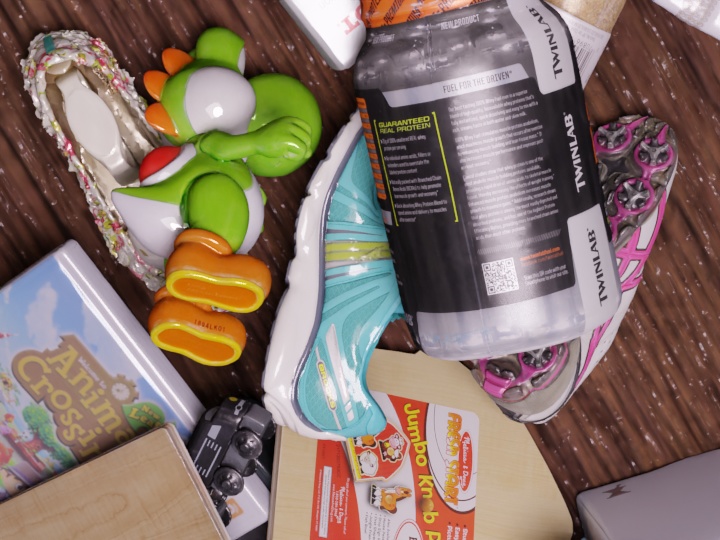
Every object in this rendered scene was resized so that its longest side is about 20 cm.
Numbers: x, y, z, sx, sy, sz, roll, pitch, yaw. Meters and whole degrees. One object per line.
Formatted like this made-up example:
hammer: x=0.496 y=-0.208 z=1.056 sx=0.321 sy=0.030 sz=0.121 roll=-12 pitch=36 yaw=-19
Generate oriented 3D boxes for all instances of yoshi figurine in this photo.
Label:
yoshi figurine: x=-0.064 y=-0.050 z=1.069 sx=0.112 sy=0.201 sz=0.112 roll=-14 pitch=142 yaw=20

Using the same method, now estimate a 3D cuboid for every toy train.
toy train: x=-0.105 y=0.153 z=1.092 sx=0.046 sy=0.034 sz=0.201 roll=29 pitch=117 yaw=4

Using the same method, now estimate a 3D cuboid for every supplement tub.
supplement tub: x=0.066 y=-0.062 z=1.024 sx=0.121 sy=0.123 sz=0.202 roll=-13 pitch=100 yaw=-3

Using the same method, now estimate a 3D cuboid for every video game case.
video game case: x=-0.176 y=0.107 z=1.121 sx=0.181 sy=0.022 sz=0.201 roll=-32 pitch=101 yaw=24

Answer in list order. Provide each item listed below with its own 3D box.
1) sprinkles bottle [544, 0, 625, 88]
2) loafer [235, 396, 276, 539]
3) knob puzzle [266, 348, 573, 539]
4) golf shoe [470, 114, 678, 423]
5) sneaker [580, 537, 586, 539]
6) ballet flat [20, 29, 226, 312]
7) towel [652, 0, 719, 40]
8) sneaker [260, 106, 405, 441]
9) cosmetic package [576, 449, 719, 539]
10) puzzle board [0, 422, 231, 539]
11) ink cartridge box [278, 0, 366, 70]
sprinkles bottle: x=0.096 y=-0.108 z=1.110 sx=0.068 sy=0.068 sz=0.201 roll=25 pitch=102 yaw=-9
loafer: x=-0.042 y=0.173 z=1.161 sx=0.072 sy=0.073 sz=0.201 roll=-34 pitch=95 yaw=21
knob puzzle: x=0.036 y=0.143 z=1.141 sx=0.218 sy=0.030 sz=0.222 roll=10 pitch=67 yaw=-23
golf shoe: x=0.133 y=-0.001 z=1.147 sx=0.072 sy=0.092 sz=0.201 roll=27 pitch=79 yaw=29
sneaker: x=0.132 y=0.237 z=1.128 sx=0.076 sy=0.081 sz=0.201 roll=-33 pitch=142 yaw=-25
ballet flat: x=-0.135 y=-0.052 z=1.111 sx=0.075 sy=0.064 sz=0.201 roll=-36 pitch=101 yaw=1
towel: x=0.206 y=-0.229 z=1.132 sx=0.199 sy=0.024 sz=0.148 roll=30 pitch=96 yaw=-9
sneaker: x=0.000 y=0.000 z=1.098 sx=0.079 sy=0.078 sz=0.202 roll=10 pitch=83 yaw=8
cosmetic package: x=0.245 y=0.224 z=1.139 sx=0.166 sy=0.166 sz=0.202 roll=-17 pitch=100 yaw=-2
puzzle board: x=-0.146 y=0.188 z=1.098 sx=0.199 sy=0.017 sz=0.152 roll=-26 pitch=92 yaw=33
ink cartridge box: x=-0.019 y=-0.235 z=1.080 sx=0.146 sy=0.083 sz=0.200 roll=-39 pitch=101 yaw=3
